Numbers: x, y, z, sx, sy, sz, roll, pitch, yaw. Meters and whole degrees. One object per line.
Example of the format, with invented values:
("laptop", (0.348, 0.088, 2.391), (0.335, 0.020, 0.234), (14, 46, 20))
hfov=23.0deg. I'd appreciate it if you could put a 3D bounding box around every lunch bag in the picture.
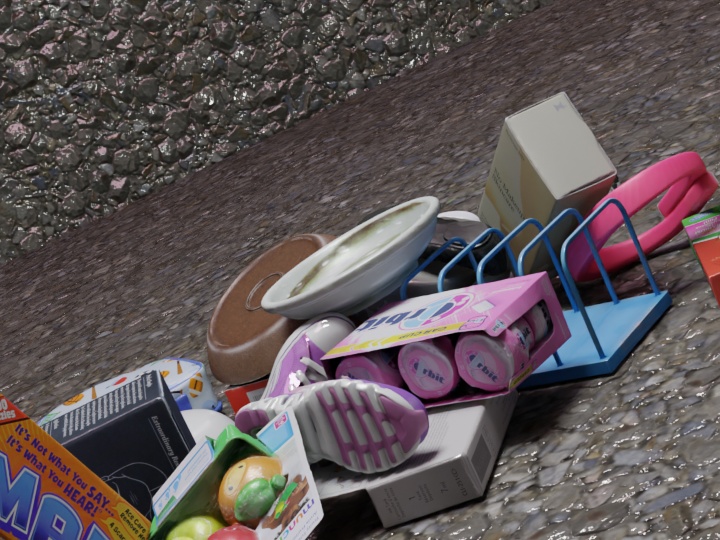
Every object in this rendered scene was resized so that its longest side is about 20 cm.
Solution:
("lunch bag", (-0.258, 0.169, 1.944), (0.199, 0.076, 0.160), (-31, 17, -25))

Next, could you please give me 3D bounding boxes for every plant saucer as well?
("plant saucer", (-0.091, 0.031, 1.844), (0.200, 0.034, 0.201), (-34, 28, 21))
("plant saucer", (0.000, 0.000, 1.706), (0.199, 0.050, 0.200), (-31, 10, 6))

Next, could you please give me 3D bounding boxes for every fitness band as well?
("fitness band", (0.268, -0.051, 1.721), (0.143, 0.038, 0.200), (-24, -18, -17))

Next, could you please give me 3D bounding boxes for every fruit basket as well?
("fruit basket", (-0.106, 0.210, 1.391), (0.186, 0.094, 0.200), (-50, 16, 11))

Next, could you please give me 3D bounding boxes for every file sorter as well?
("file sorter", (0.157, 0.025, 1.643), (0.199, 0.123, 0.139), (-14, 17, 40))

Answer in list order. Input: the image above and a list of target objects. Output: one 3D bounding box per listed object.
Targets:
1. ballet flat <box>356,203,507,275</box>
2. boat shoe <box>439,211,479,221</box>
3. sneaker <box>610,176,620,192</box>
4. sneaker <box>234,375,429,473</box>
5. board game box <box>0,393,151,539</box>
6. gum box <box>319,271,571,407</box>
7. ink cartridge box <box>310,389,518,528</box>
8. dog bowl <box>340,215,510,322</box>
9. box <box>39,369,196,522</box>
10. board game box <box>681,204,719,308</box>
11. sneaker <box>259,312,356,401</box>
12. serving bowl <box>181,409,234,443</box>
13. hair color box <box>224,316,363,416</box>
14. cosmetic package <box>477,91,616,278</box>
("ballet flat", (0.069, -0.028, 1.847), (0.199, 0.057, 0.066), (15, 51, 46))
("boat shoe", (0.053, -0.005, 2.050), (0.199, 0.072, 0.068), (-22, 11, 22))
("sneaker", (0.240, -0.075, 2.011), (0.081, 0.075, 0.200), (-34, 6, 25))
("sneaker", (-0.014, 0.123, 1.493), (0.199, 0.081, 0.088), (-11, 8, 44))
("board game box", (-0.318, 0.242, 1.359), (0.199, 0.200, 0.201), (-16, 43, 32))
("gum box", (0.078, 0.067, 1.554), (0.199, 0.066, 0.113), (-13, 16, 40))
("ink cartridge box", (0.036, 0.156, 1.525), (0.175, 0.045, 0.200), (-20, 14, 21))
("dog bowl", (0.067, 0.004, 1.886), (0.198, 0.059, 0.200), (-2, 24, 1))
("box", (-0.237, 0.206, 1.599), (0.199, 0.149, 0.107), (-25, 13, -3))
("board game box", (0.384, -0.032, 1.629), (0.152, 0.041, 0.200), (-23, 14, 9))
("sneaker", (-0.057, 0.137, 1.616), (0.201, 0.072, 0.114), (-58, 15, 4))
("serving bowl", (-0.211, 0.191, 1.761), (0.199, 0.066, 0.200), (-25, 8, 4))
("hair color box", (-0.054, 0.097, 1.876), (0.101, 0.062, 0.200), (-18, 15, 27))
("cosmetic package", (0.181, -0.075, 1.748), (0.071, 0.106, 0.200), (-24, -23, -15))
